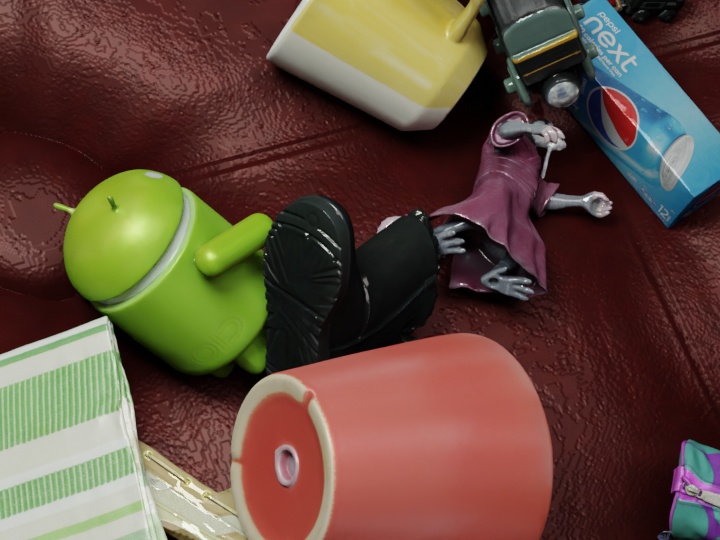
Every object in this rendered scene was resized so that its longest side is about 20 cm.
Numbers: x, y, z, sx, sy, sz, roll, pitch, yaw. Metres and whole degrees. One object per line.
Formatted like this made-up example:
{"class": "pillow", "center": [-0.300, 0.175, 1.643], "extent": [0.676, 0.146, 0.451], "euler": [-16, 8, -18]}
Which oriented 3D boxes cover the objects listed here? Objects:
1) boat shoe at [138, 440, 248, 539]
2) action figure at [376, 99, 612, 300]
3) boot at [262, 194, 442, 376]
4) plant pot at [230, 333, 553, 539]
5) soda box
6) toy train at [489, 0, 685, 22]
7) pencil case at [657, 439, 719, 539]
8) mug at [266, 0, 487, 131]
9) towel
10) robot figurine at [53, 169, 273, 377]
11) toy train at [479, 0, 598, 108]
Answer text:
{"class": "boat shoe", "center": [-0.103, 0.191, 1.585], "extent": [0.200, 0.074, 0.067], "euler": [28, 66, -2]}
{"class": "action figure", "center": [0.121, -0.062, 1.780], "extent": [0.149, 0.134, 0.200], "euler": [-7, 43, 27]}
{"class": "boot", "center": [0.001, 0.000, 1.627], "extent": [0.073, 0.199, 0.162], "euler": [29, 42, 28]}
{"class": "plant pot", "center": [0.014, 0.143, 1.547], "extent": [0.177, 0.200, 0.201], "euler": [1, 64, -35]}
{"class": "soda box", "center": [0.242, -0.141, 1.852], "extent": [0.068, 0.064, 0.200], "euler": [-33, 77, -27]}
{"class": "toy train", "center": [0.204, -0.246, 1.901], "extent": [0.199, 0.046, 0.034], "euler": [-4, 66, -18]}
{"class": "pencil case", "center": [0.342, 0.200, 1.664], "extent": [0.199, 0.092, 0.085], "euler": [14, 88, 22]}
{"class": "mug", "center": [0.025, -0.196, 1.759], "extent": [0.153, 0.187, 0.150], "euler": [35, 88, -7]}
{"class": "towel", "center": [-0.230, 0.149, 1.563], "extent": [0.152, 0.023, 0.201], "euler": [-19, 70, 9]}
{"class": "robot figurine", "center": [-0.145, 0.002, 1.616], "extent": [0.200, 0.175, 0.116], "euler": [40, 60, -32]}
{"class": "toy train", "center": [0.140, -0.227, 1.772], "extent": [0.085, 0.114, 0.200], "euler": [-21, 46, 7]}
